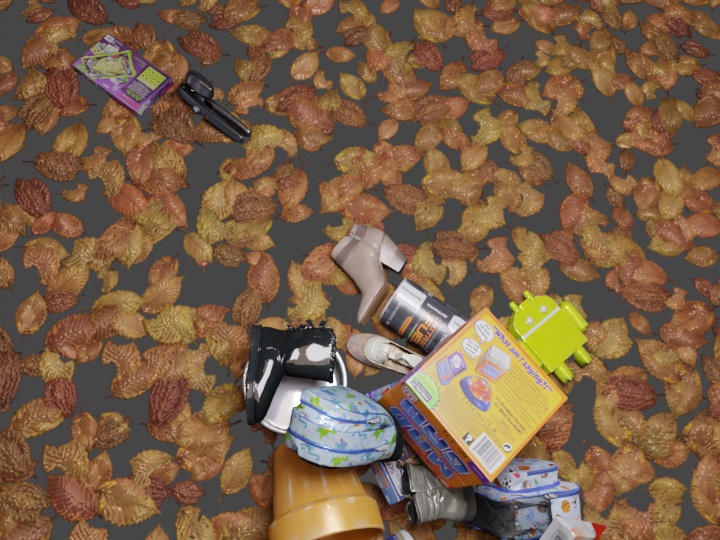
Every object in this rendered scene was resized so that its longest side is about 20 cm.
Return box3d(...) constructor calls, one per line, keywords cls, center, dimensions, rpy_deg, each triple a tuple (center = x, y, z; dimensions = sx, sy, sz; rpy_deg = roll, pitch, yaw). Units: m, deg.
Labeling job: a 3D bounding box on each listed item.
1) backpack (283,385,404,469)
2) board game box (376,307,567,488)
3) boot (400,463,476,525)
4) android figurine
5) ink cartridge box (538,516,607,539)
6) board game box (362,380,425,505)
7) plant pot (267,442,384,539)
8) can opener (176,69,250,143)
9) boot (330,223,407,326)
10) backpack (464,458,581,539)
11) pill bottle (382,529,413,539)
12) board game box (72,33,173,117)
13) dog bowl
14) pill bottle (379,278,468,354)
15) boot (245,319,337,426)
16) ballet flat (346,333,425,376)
box3d(cls="backpack", center=(-0.037, 0.262, 1.050), dimensions=(0.163, 0.155, 0.199), rpy_deg=(26, 23, 38))
box3d(cls="board game box", center=(0.182, 0.225, 1.079), dimensions=(0.200, 0.200, 0.200), rpy_deg=(-38, 81, -23))
box3d(cls="boot", center=(0.136, 0.365, 1.156), dimensions=(0.130, 0.068, 0.201), rpy_deg=(11, 49, -20))
box3d(cls="android figurine", center=(0.395, 0.134, 1.321), dimensions=(0.182, 0.041, 0.200), rpy_deg=(-32, 78, -22))
box3d(cls="ink cartridge box", center=(0.348, 0.503, 1.064), dimensions=(0.163, 0.200, 0.050), rpy_deg=(-57, 39, 7))
box3d(cls="board game box", center=(0.064, 0.324, 1.196), dimensions=(0.135, 0.034, 0.201), rpy_deg=(-11, 68, -42))
box3d(cls="plant pot", center=(-0.078, 0.401, 1.118), dimensions=(0.199, 0.201, 0.184), rpy_deg=(-12, 57, -10))
box3d(cls="can opener", center=(-0.335, -0.361, 1.420), dimensions=(0.200, 0.079, 0.063), rpy_deg=(46, 64, 1))
box3d(cls="boot", center=(0.000, 0.000, 1.328), dimensions=(0.146, 0.070, 0.200), rpy_deg=(31, 69, 12))
box3d(cls="backpack", center=(0.302, 0.421, 1.145), dimensions=(0.190, 0.200, 0.155), rpy_deg=(8, 84, -19))
box3d(cls="pill bottle", center=(0.019, 0.556, 1.101), dimensions=(0.199, 0.116, 0.116), rpy_deg=(-24, 74, -13))
box3d(cls="board game box", center=(-0.548, -0.453, 1.448), dimensions=(0.200, 0.032, 0.120), rpy_deg=(36, 67, 8))
box3d(cls="dog bowl", center=(-0.128, 0.223, 1.224), dimensions=(0.199, 0.079, 0.201), rpy_deg=(2, 70, -5))
box3d(cls="pill bottle", center=(0.147, 0.111, 1.276), dimensions=(0.200, 0.106, 0.106), rpy_deg=(33, 71, 7))
box3d(cls="boot", center=(-0.128, 0.188, 1.160), dimensions=(0.162, 0.073, 0.199), rpy_deg=(4, 70, -8))
box3d(cls="ballet flat", center=(0.068, 0.172, 1.267), dimensions=(0.199, 0.067, 0.068), rpy_deg=(20, 69, 2))
